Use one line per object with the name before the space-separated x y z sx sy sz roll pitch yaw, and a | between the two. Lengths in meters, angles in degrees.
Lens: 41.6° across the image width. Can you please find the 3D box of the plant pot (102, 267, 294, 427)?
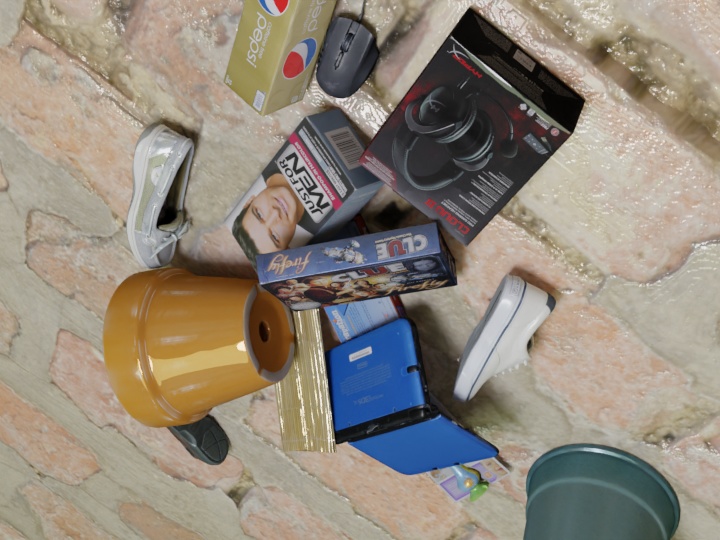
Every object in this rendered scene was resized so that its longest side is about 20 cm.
plant pot | -0.189 0.088 1.195 0.181 0.201 0.202 -10 120 24

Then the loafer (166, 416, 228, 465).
loafer | -0.274 0.216 1.417 0.062 0.072 0.201 -10 122 38

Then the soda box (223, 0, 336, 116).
soda box | -0.072 -0.258 0.946 0.064 0.067 0.201 42 135 17

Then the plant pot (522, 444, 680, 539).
plant pot | 0.276 0.354 1.159 0.197 0.197 0.202 14 129 17

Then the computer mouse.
computer mouse | -0.001 -0.253 0.946 0.058 0.034 0.201 28 132 6

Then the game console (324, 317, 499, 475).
game console | 0.056 0.163 1.179 0.199 0.117 0.173 -28 68 51

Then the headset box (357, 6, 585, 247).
headset box | 0.103 -0.133 0.956 0.148 0.077 0.200 38 131 -5

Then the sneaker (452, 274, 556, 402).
sneaker | 0.163 0.093 1.101 0.070 0.073 0.201 22 135 0

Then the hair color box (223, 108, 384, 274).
hair color box | -0.066 -0.078 1.072 0.100 0.060 0.200 55 133 11

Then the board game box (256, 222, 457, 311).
board game box | 0.000 0.000 1.047 0.197 0.035 0.136 -10 162 12

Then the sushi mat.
sushi mat | -0.078 0.136 1.226 0.095 0.012 0.203 -5 93 41

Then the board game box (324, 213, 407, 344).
board game box | -0.006 0.026 1.169 0.102 0.020 0.202 -8 120 30

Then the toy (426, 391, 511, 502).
toy | 0.091 0.235 1.260 0.200 0.047 0.115 43 131 -9

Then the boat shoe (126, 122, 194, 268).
boat shoe | -0.241 -0.082 1.170 0.064 0.074 0.204 23 125 14
